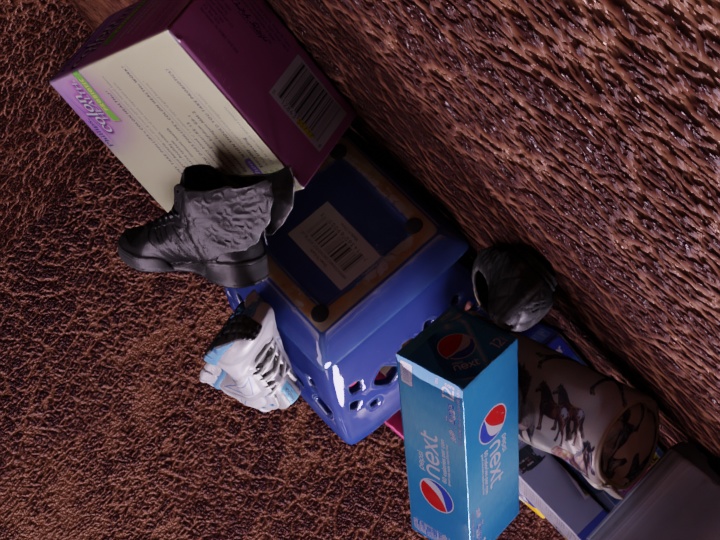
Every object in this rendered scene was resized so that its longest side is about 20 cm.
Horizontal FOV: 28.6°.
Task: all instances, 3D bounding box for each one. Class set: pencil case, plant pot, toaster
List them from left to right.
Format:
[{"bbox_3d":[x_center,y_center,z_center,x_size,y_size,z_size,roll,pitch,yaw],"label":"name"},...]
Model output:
[{"bbox_3d":[-0.010,0.005,1.296,0.200,0.200,0.180,46,170,26],"label":"plant pot"},{"bbox_3d":[0.141,0.105,1.122,0.200,0.090,0.078,25,-179,39],"label":"pencil case"},{"bbox_3d":[0.255,0.224,1.065,0.200,0.129,0.114,43,174,46],"label":"toaster"}]

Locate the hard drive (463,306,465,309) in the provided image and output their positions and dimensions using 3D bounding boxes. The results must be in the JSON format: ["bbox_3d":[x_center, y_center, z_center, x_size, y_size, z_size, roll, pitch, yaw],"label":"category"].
[{"bbox_3d":[0.000,0.000,1.512,0.199,0.026,0.132,2,148,32],"label":"hard drive"}]

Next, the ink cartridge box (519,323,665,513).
[{"bbox_3d":[0.173,0.116,1.269,0.200,0.076,0.136,50,175,-11],"label":"ink cartridge box"}]

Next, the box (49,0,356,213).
[{"bbox_3d":[-0.138,-0.149,1.223,0.200,0.097,0.176,-11,128,49],"label":"box"}]

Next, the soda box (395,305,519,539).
[{"bbox_3d":[0.077,0.129,1.081,0.064,0.068,0.200,27,141,32],"label":"soda box"}]

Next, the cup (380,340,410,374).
[{"bbox_3d":[0.082,0.143,1.958,0.200,0.143,0.200,47,175,5],"label":"cup"}]

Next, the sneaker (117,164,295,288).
[{"bbox_3d":[-0.136,-0.047,1.204,0.199,0.060,0.105,12,120,37],"label":"sneaker"}]

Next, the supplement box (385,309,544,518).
[{"bbox_3d":[0.141,0.143,1.461,0.200,0.110,0.109,38,172,26],"label":"supplement box"}]

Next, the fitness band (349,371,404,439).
[{"bbox_3d":[0.056,0.164,1.457,0.200,0.037,0.144,40,173,27],"label":"fitness band"}]

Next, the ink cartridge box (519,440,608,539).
[{"bbox_3d":[0.172,0.198,1.254,0.200,0.042,0.119,48,175,16],"label":"ink cartridge box"}]

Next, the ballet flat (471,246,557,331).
[{"bbox_3d":[0.108,0.018,1.108,0.066,0.057,0.200,48,176,2],"label":"ballet flat"}]

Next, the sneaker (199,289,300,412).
[{"bbox_3d":[-0.086,0.079,1.229,0.087,0.075,0.200,38,165,4],"label":"sneaker"}]
